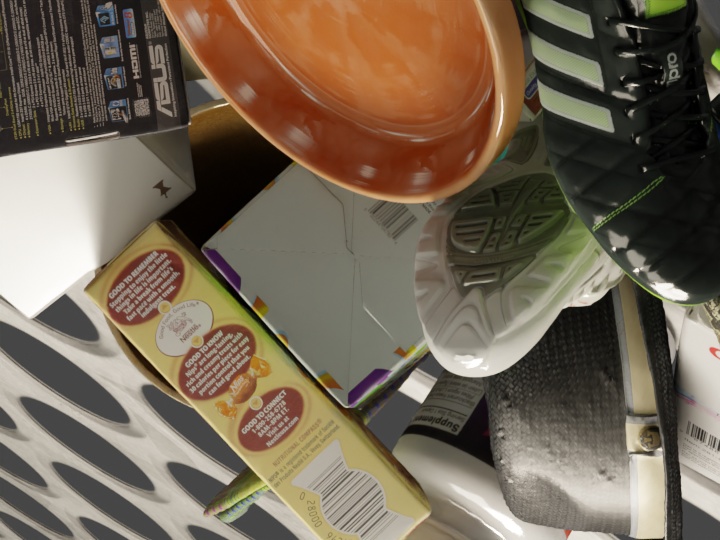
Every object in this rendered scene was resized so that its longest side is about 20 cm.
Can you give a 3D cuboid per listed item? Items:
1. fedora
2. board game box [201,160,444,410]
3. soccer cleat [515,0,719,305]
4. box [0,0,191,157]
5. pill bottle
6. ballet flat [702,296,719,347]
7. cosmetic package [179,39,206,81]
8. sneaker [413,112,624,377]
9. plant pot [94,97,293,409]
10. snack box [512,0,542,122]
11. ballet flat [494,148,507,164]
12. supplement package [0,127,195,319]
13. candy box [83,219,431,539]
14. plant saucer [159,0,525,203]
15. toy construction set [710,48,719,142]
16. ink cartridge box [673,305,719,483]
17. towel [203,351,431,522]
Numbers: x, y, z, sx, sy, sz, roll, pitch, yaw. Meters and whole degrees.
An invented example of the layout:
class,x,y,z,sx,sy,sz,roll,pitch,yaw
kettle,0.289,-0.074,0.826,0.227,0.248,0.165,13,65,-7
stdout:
class,x,y,z,sx,sy,sz,roll,pitch,yaw
fedora,0.110,0.066,1.153,0.092,0.201,0.201,-6,156,2
board game box,0.000,0.000,1.120,0.105,0.103,0.200,48,179,5
soccer cleat,0.104,-0.084,0.870,0.081,0.068,0.200,-32,77,63
box,-0.167,-0.150,0.993,0.049,0.161,0.200,3,103,58
pill bottle,0.087,0.099,1.273,0.111,0.200,0.111,30,162,11
ballet flat,0.220,0.058,0.971,0.200,0.068,0.075,28,123,14
cosmetic package,-0.066,-0.154,1.093,0.104,0.073,0.200,43,161,-24
sneaker,0.087,-0.010,0.983,0.078,0.200,0.099,5,132,28
plant pot,-0.050,0.005,1.351,0.186,0.186,0.200,31,175,8
snack box,0.031,-0.105,1.049,0.200,0.072,0.024,9,145,53
ballet flat,0.066,-0.043,1.171,0.062,0.067,0.200,36,164,26
supplement package,-0.176,-0.096,1.205,0.120,0.121,0.200,45,-163,-30
candy box,-0.051,0.063,1.144,0.200,0.055,0.115,47,179,-2
plant saucer,-0.012,-0.118,0.929,0.200,0.032,0.200,31,144,25
toy construction set,0.203,-0.035,0.930,0.200,0.092,0.131,34,-171,24
ink cartridge box,0.236,0.061,1.107,0.145,0.084,0.200,29,162,15
towel,0.002,0.075,1.333,0.023,0.200,0.144,50,144,-5
